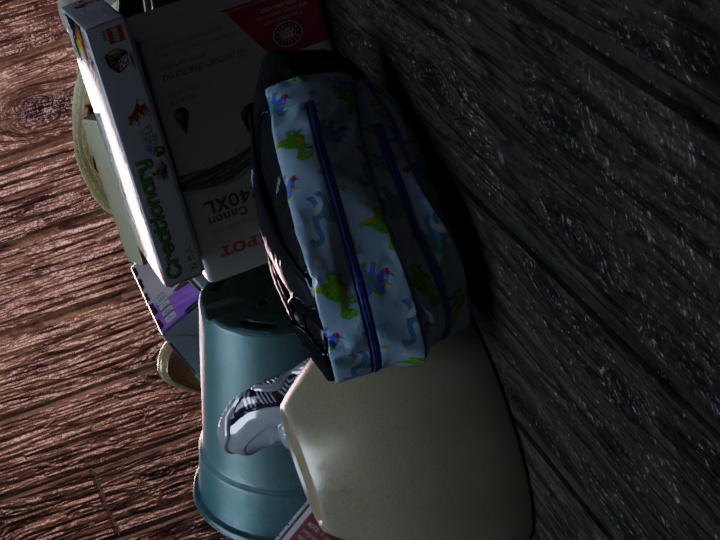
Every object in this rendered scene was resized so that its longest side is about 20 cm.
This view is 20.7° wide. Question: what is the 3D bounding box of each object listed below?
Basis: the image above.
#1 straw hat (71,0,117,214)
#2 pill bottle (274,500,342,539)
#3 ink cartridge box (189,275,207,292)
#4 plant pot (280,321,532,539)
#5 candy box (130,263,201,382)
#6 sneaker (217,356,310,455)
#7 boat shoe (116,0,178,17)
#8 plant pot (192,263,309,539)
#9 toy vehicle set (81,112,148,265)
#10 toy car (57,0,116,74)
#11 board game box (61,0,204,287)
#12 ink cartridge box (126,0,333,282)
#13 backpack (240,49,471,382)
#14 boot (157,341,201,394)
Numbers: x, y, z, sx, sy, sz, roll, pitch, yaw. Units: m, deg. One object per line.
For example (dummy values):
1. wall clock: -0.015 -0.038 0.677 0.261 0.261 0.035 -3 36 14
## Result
1. straw hat: -0.164 -0.142 1.724 0.200 0.085 0.203 2 93 47
2. pill bottle: -0.014 0.237 1.582 0.112 0.200 0.112 39 171 7
3. ink cartridge box: -0.129 -0.075 1.819 0.083 0.146 0.200 51 180 -24
4. plant pot: 0.021 0.115 1.374 0.200 0.133 0.202 161 90 -81
5. candy box: -0.121 0.000 1.872 0.072 0.167 0.200 51 179 -23
6. sneaker: -0.023 0.129 1.534 0.075 0.199 0.116 6 -121 -57
7. boat shoe: -0.177 -0.163 1.625 0.072 0.060 0.204 25 111 53
8. plant pot: -0.055 0.100 1.694 0.201 0.198 0.198 -123 25 -57
9. toy vehicle set: -0.123 -0.103 1.613 0.026 0.199 0.125 11 124 52
10. toy car: -0.171 -0.255 1.872 0.200 0.175 0.186 7 -105 -68
11. board game box: -0.171 -0.099 1.480 0.126 0.034 0.202 -138 31 -69
12. ink cartridge box: -0.084 -0.111 1.507 0.083 0.144 0.202 -137 29 -64
13. backpack: -0.005 -0.024 1.281 0.201 0.152 0.164 -87 -6 -49
14. boot: -0.088 0.112 1.900 0.155 0.198 0.074 -138 61 -69
